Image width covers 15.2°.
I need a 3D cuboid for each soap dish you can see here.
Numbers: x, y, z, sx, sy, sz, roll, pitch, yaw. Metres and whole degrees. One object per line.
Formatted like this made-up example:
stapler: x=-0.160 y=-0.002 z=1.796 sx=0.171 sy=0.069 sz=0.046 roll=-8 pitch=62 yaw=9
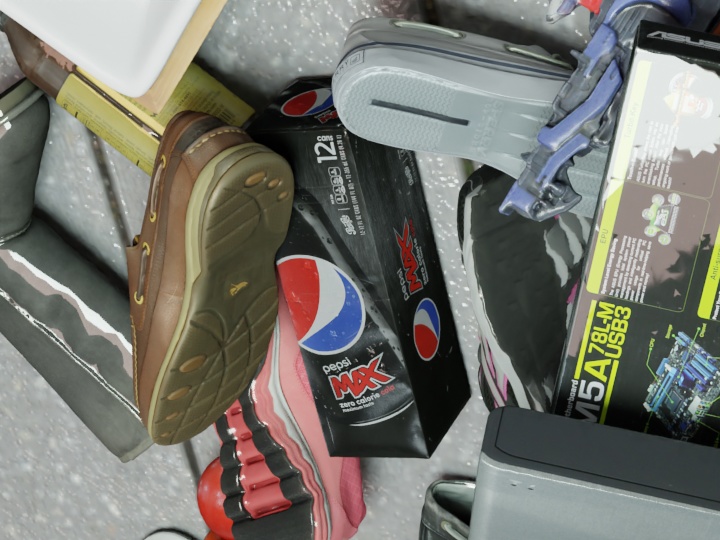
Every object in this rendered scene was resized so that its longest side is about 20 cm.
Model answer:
soap dish: x=-0.115 y=-0.202 z=1.357 sx=0.157 sy=0.081 sz=0.200 roll=35 pitch=123 yaw=2

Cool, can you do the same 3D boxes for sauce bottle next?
sauce bottle: x=-0.136 y=-0.109 z=1.440 sx=0.200 sy=0.065 sz=0.065 roll=40 pitch=127 yaw=0

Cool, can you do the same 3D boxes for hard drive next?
hard drive: x=0.124 y=0.119 z=1.303 sx=0.139 sy=0.033 sz=0.200 roll=11 pitch=162 yaw=4

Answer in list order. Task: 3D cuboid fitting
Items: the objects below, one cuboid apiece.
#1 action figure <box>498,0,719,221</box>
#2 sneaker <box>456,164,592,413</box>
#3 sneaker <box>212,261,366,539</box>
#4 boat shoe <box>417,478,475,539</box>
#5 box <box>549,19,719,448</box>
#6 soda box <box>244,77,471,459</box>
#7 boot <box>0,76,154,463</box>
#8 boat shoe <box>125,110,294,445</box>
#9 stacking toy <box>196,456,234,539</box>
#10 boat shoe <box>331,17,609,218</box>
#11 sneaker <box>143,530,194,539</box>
action figure: x=0.154 y=-0.089 z=1.290 sx=0.193 sy=0.105 sz=0.200 roll=40 pitch=98 yaw=6
sneaker: x=0.086 y=0.039 z=1.418 sx=0.086 sy=0.080 sz=0.200 roll=3 pitch=109 yaw=63
sneaker: x=-0.048 y=0.066 z=1.503 sx=0.074 sy=0.087 sz=0.200 roll=-16 pitch=87 yaw=33
boat shoe: x=0.118 y=0.164 z=1.477 sx=0.200 sy=0.072 sz=0.071 roll=10 pitch=127 yaw=22
box: x=0.198 y=0.002 z=1.232 sx=0.193 sy=0.048 sz=0.200 roll=12 pitch=114 yaw=5
soda box: x=0.000 y=0.000 z=1.436 sx=0.063 sy=0.071 sz=0.200 roll=-1 pitch=118 yaw=27
boot: x=-0.161 y=0.004 z=1.513 sx=0.200 sy=0.073 sz=0.182 roll=48 pitch=144 yaw=1
boat shoe: x=-0.086 y=0.003 z=1.414 sx=0.068 sy=0.072 sz=0.200 roll=43 pitch=136 yaw=32
stacking toy: x=-0.066 y=0.196 z=1.587 sx=0.085 sy=0.085 sz=0.200 roll=6 pitch=114 yaw=22
boat shoe: x=0.085 y=-0.085 z=1.348 sx=0.200 sy=0.067 sz=0.074 roll=19 pitch=131 yaw=-13
sneaker: x=-0.164 y=0.251 z=1.636 sx=0.076 sy=0.115 sz=0.201 roll=35 pitch=127 yaw=3
